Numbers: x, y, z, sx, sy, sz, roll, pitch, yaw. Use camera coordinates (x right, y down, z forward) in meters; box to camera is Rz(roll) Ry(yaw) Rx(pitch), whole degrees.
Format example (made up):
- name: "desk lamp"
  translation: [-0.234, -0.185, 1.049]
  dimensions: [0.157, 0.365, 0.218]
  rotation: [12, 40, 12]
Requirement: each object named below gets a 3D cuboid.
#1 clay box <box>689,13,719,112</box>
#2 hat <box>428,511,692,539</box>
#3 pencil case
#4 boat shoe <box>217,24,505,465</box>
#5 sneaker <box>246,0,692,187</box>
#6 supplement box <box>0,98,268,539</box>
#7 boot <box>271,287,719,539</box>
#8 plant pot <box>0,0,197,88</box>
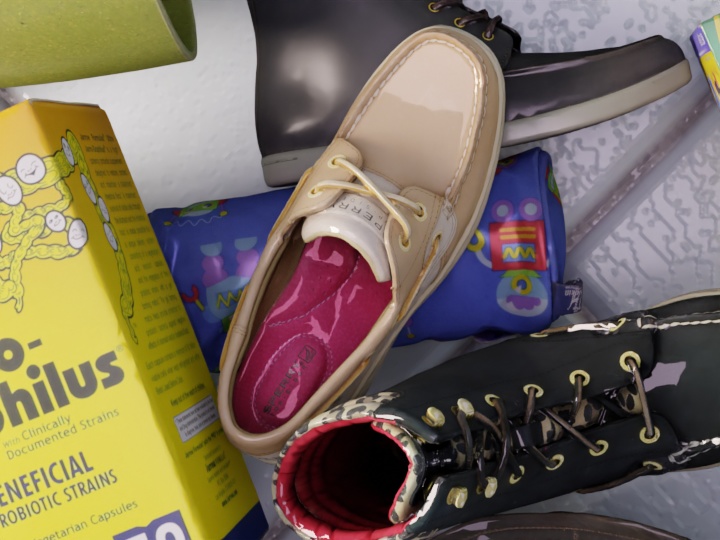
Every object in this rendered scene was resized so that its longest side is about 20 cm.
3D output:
- name: "clay box"
  translation: [0.200, -0.019, 0.799]
  dimensions: [0.047, 0.115, 0.202]
  rotation: [-22, 91, 9]
- name: "hat"
  translation: [0.103, 0.161, 0.835]
  dimensions: [0.198, 0.081, 0.203]
  rotation: [6, 121, 10]
- name: "pencil case"
  translation: [0.000, 0.000, 0.846]
  dimensions: [0.198, 0.078, 0.088]
  rotation: [-8, 108, 8]
- name: "boat shoe"
  translation: [0.001, -0.010, 0.771]
  dimensions: [0.073, 0.069, 0.202]
  rotation: [25, 90, 9]
- name: "sneaker"
  translation: [0.042, -0.105, 0.834]
  dimensions: [0.198, 0.075, 0.108]
  rotation: [-10, 93, 9]
- name: "supplement box"
  translation: [-0.130, 0.043, 0.770]
  dimensions: [0.108, 0.110, 0.202]
  rotation: [-22, 90, 7]
- name: "boot"
  translation: [0.077, 0.063, 0.749]
  dimensions: [0.202, 0.153, 0.074]
  rotation: [-14, 91, 35]
- name: "plant pot"
  translation: [-0.191, -0.151, 0.794]
  dimensions: [0.198, 0.187, 0.189]
  rotation: [-16, 92, 2]
